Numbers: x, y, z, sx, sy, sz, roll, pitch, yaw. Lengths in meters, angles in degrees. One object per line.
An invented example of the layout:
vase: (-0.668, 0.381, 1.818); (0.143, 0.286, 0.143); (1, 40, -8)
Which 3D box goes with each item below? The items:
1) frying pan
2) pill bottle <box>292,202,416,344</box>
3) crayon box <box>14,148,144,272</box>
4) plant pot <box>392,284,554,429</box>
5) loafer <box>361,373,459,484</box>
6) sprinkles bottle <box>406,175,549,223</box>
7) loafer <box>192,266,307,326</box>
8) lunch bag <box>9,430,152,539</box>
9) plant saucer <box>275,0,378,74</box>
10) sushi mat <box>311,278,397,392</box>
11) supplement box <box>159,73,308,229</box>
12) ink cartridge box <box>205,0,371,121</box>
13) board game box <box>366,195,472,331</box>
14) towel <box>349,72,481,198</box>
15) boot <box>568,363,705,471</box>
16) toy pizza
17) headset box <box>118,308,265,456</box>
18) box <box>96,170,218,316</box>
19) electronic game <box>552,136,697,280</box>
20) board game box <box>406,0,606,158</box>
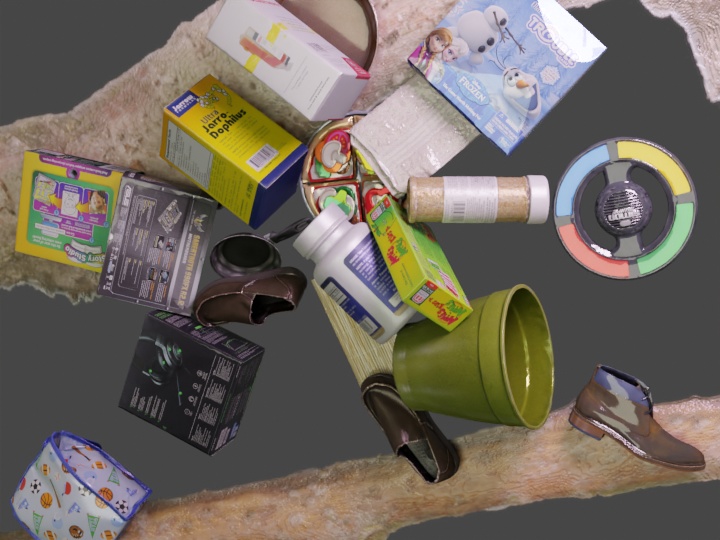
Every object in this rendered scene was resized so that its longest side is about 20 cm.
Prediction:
frying pan: (-0.164, -0.044, 1.458); (0.114, 0.031, 0.190); (17, 135, -20)
pill bottle: (0.000, 0.000, 1.399); (0.200, 0.120, 0.120); (45, 108, -1)
crayon box: (-0.471, -0.097, 1.573); (0.198, 0.058, 0.175); (14, 104, 14)
plant pot: (0.155, 0.131, 1.357); (0.191, 0.200, 0.203); (-8, 97, 29)
loafer: (0.073, 0.243, 1.438); (0.200, 0.071, 0.073); (47, 115, 4)
sprinkles bottle: (0.166, -0.101, 1.340); (0.197, 0.068, 0.069); (0, 99, -1)
loafer: (-0.180, 0.050, 1.486); (0.198, 0.071, 0.073); (-18, 131, 19)
lunch bag: (-0.490, 0.394, 1.626); (0.199, 0.124, 0.171); (36, 108, 1)
plant saucer: (-0.064, -0.351, 1.419); (0.198, 0.034, 0.203); (2, 99, 17)
sushi mat: (0.003, 0.088, 1.479); (0.095, 0.012, 0.202); (-25, 90, 19)
supplement box: (-0.194, -0.180, 1.427); (0.199, 0.110, 0.109); (37, 146, 8)
ink cartridge box: (-0.101, -0.306, 1.345); (0.199, 0.145, 0.084); (39, 109, 8)
board game box: (0.080, -0.013, 1.331); (0.101, 0.201, 0.048); (33, 112, -35)
towel: (0.091, -0.213, 1.375); (0.200, 0.034, 0.133); (-40, 86, 7)
boot: (0.405, 0.211, 1.341); (0.198, 0.075, 0.098); (20, 107, 15)
toy pizza: (-0.003, -0.141, 1.434); (0.198, 0.032, 0.203); (3, 100, 17)
headset box: (-0.282, 0.173, 1.539); (0.198, 0.093, 0.176); (23, 105, 13)
box: (-0.325, -0.042, 1.512); (0.157, 0.048, 0.202); (13, 104, -10)
electronic game: (0.369, -0.086, 1.321); (0.198, 0.042, 0.203); (3, 99, 16)
board game box: (0.203, -0.300, 1.320); (0.200, 0.043, 0.199); (44, 96, 6)
